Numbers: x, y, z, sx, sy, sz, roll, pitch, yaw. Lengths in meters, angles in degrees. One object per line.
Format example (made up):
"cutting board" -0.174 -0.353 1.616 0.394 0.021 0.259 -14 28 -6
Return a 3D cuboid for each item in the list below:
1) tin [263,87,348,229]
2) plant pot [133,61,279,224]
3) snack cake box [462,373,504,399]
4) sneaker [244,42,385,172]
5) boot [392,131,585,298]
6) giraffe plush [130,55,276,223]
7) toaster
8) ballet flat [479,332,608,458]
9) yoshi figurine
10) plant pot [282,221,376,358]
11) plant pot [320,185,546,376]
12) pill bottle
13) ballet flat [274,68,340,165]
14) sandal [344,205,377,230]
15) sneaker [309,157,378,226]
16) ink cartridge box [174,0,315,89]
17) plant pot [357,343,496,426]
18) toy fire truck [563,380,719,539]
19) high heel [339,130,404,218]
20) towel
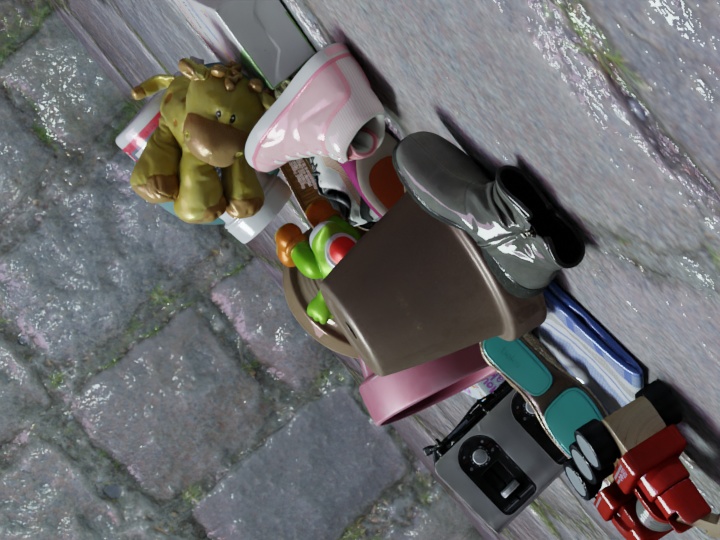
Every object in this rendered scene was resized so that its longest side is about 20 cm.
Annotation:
"tin" -0.071 -0.133 1.811 0.200 0.042 0.112 62 -172 -14
"plant pot" -0.182 -0.180 1.940 0.201 0.201 0.161 49 152 -2
"snack cake box" 0.138 0.105 1.948 0.115 0.067 0.200 52 172 -12
"sneaker" -0.044 -0.136 1.527 0.105 0.075 0.200 52 138 8
"boot" 0.118 -0.069 1.327 0.200 0.068 0.131 46 161 7
"giraffe plush" -0.159 -0.162 1.647 0.162 0.172 0.201 160 103 -65
"toaster" 0.176 0.197 1.716 0.119 0.181 0.200 47 180 2
"ballet flat" 0.208 0.128 1.581 0.200 0.070 0.065 51 -161 3
"yoshi figurine" 0.000 0.012 1.644 0.112 0.113 0.200 -2 -148 -46
"plant pot" 0.010 0.004 1.877 0.201 0.201 0.093 48 140 11
"plant pot" 0.061 0.016 1.479 0.200 0.174 0.200 54 172 12
"pill bottle" -0.184 -0.131 1.788 0.200 0.120 0.120 43 173 -11
"ballet flat" -0.031 -0.153 1.659 0.200 0.046 0.067 45 141 13
"sandal" 0.014 -0.074 1.817 0.082 0.055 0.200 54 176 -28
"sneaker" -0.035 -0.137 1.723 0.200 0.080 0.074 49 175 16
"ink cartridge box" -0.142 -0.282 1.658 0.117 0.067 0.200 53 171 -30
"plant pot" 0.070 0.060 1.737 0.200 0.200 0.179 98 146 -79
"toy fire truck" 0.308 0.221 1.430 0.200 0.128 0.176 57 169 20
"high heel" -0.006 -0.133 1.612 0.200 0.067 0.096 65 160 -5
"towel" 0.234 0.092 1.525 0.147 0.024 0.200 45 171 22
